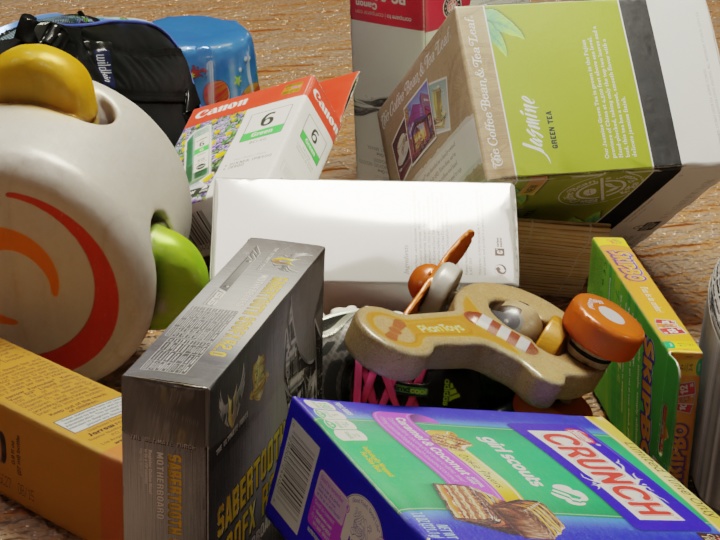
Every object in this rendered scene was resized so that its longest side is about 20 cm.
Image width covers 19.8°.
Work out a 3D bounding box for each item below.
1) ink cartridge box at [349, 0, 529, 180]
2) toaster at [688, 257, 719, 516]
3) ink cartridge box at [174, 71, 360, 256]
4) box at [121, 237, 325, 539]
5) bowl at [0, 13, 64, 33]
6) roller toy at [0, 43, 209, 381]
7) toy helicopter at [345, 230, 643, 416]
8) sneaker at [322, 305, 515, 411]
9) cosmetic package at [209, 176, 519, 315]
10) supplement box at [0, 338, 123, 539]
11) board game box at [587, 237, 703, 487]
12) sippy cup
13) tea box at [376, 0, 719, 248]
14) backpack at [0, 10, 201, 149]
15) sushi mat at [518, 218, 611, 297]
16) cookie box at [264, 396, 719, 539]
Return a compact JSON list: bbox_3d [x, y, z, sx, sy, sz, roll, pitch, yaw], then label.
[{"bbox_3d":[0.066,-0.158,1.668,0.083,0.200,0.145,14,25,37],"label":"ink cartridge box"},{"bbox_3d":[0.254,0.070,1.222,0.113,0.129,0.200,4,23,7],"label":"toaster"},{"bbox_3d":[-0.077,-0.093,1.498,0.109,0.050,0.200,-13,34,27],"label":"ink cartridge box"},{"bbox_3d":[-0.069,0.090,1.109,0.048,0.159,0.200,8,22,14],"label":"box"},{"bbox_3d":[-0.312,-0.138,1.655,0.200,0.039,0.201,-30,-3,-2],"label":"bowl"},{"bbox_3d":[-0.207,-0.030,1.329,0.182,0.200,0.140,-30,22,27],"label":"roller toy"},{"bbox_3d":[0.059,0.033,1.189,0.200,0.079,0.132,0,36,-50],"label":"toy helicopter"},{"bbox_3d":[0.036,0.067,1.282,0.200,0.074,0.087,-3,16,-24],"label":"sneaker"},{"bbox_3d":[0.000,0.000,1.372,0.200,0.108,0.085,3,61,-4],"label":"cosmetic package"},{"bbox_3d":[-0.179,0.098,1.201,0.200,0.067,0.069,20,29,36],"label":"supplement box"},{"bbox_3d":[0.174,0.060,1.283,0.030,0.096,0.200,0,23,-6],"label":"board game box"},{"bbox_3d":[-0.137,-0.135,1.683,0.177,0.131,0.140,-8,24,-21],"label":"sippy cup"},{"bbox_3d":[0.137,-0.098,1.494,0.196,0.134,0.200,-4,-16,-17],"label":"tea box"},{"bbox_3d":[-0.210,-0.098,1.526,0.147,0.183,0.200,-10,6,30],"label":"backpack"},{"bbox_3d":[0.068,-0.012,1.450,0.200,0.096,0.012,4,60,-8],"label":"sushi mat"},{"bbox_3d":[0.077,0.136,1.069,0.200,0.075,0.171,6,18,-28],"label":"cookie box"}]
